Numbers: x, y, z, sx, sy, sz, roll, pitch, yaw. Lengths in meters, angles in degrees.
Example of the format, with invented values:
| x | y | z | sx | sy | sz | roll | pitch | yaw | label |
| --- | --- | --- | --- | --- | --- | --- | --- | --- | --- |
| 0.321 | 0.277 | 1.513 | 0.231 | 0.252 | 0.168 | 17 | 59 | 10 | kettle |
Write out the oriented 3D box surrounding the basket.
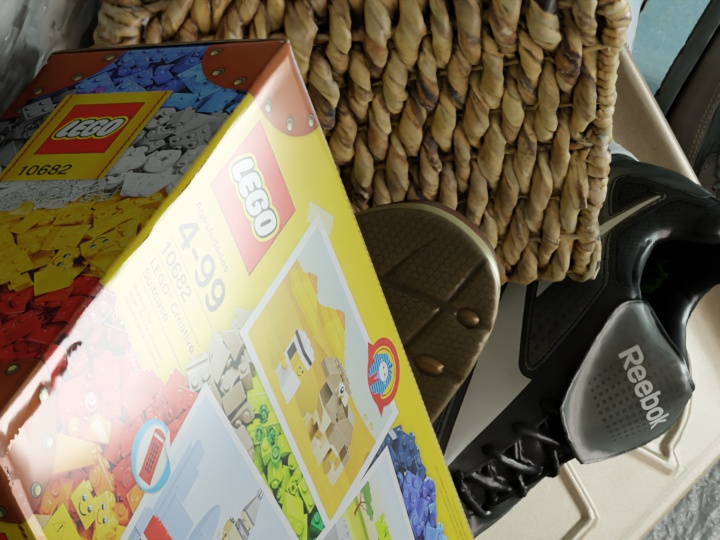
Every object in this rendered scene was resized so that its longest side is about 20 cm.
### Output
| x | y | z | sx | sy | sz | roll | pitch | yaw | label |
| --- | --- | --- | --- | --- | --- | --- | --- | --- | --- |
| -0.006 | -0.086 | 0.761 | 0.200 | 0.148 | 0.143 | 84 | -2 | -66 | basket |

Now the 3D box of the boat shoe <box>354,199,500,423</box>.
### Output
| x | y | z | sx | sy | sz | roll | pitch | yaw | label |
| --- | --- | --- | --- | --- | --- | --- | --- | --- | --- |
| -0.035 | 0.047 | 0.769 | 0.200 | 0.072 | 0.068 | -45 | -176 | 22 | boat shoe |

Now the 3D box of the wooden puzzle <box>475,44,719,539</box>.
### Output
| x | y | z | sx | sy | sz | roll | pitch | yaw | label |
| --- | --- | --- | --- | --- | --- | --- | --- | --- | --- |
| 0.045 | 0.026 | 0.915 | 0.200 | 0.186 | 0.046 | -39 | -161 | -26 | wooden puzzle |

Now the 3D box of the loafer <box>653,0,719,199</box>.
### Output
| x | y | z | sx | sy | sz | roll | pitch | yaw | label |
| --- | --- | --- | --- | --- | --- | --- | --- | --- | --- |
| 0.132 | -0.031 | 0.981 | 0.072 | 0.063 | 0.200 | -38 | 157 | -60 | loafer |

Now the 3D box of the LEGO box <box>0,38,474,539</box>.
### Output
| x | y | z | sx | sy | sz | roll | pitch | yaw | label |
| --- | --- | --- | --- | --- | --- | --- | --- | --- | --- |
| -0.048 | 0.068 | 0.631 | 0.149 | 0.077 | 0.201 | -56 | 136 | -43 | LEGO box |

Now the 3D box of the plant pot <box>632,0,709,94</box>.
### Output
| x | y | z | sx | sy | sz | roll | pitch | yaw | label |
| --- | --- | --- | --- | --- | --- | --- | --- | --- | --- |
| 0.279 | -0.114 | 1.604 | 0.197 | 0.199 | 0.196 | 91 | 24 | -61 | plant pot |

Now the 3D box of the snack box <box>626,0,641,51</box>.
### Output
| x | y | z | sx | sy | sz | roll | pitch | yaw | label |
| --- | --- | --- | --- | --- | --- | --- | --- | --- | --- |
| 0.081 | -0.073 | 1.093 | 0.142 | 0.053 | 0.201 | 40 | 61 | -79 | snack box |

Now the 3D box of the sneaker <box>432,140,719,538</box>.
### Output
| x | y | z | sx | sy | sz | roll | pitch | yaw | label |
| --- | --- | --- | --- | --- | --- | --- | --- | --- | --- |
| 0.059 | 0.038 | 0.836 | 0.200 | 0.090 | 0.067 | -52 | 135 | -22 | sneaker |
